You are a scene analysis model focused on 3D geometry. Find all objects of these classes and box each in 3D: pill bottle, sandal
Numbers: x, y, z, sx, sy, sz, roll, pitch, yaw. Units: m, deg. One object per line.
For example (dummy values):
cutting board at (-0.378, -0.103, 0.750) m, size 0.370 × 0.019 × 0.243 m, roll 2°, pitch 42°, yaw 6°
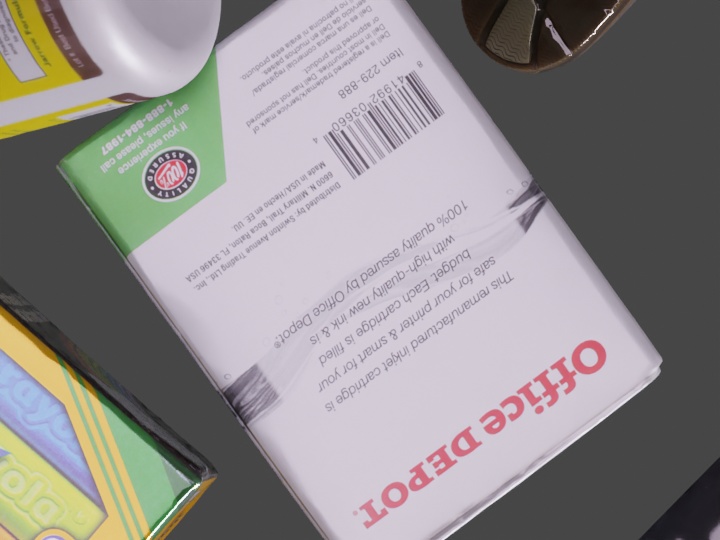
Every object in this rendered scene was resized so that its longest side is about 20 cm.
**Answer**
pill bottle at (-0.160, -0.099, 1.002) m, size 0.199 × 0.109 × 0.110 m, roll -12°, pitch 88°, yaw 25°
sandal at (0.124, -0.155, 1.063) m, size 0.082 × 0.055 × 0.200 m, roll 46°, pitch 103°, yaw 15°

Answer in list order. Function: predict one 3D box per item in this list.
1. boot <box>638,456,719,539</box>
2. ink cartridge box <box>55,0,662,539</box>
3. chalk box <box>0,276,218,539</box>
boot at (0.152, 0.176, 1.048) m, size 0.200 × 0.066 × 0.165 m, roll -44°, pitch 91°, yaw -7°
ink cartridge box at (0.000, 0.000, 1.037) m, size 0.146 × 0.084 × 0.200 m, roll -35°, pitch 89°, yaw -2°
chalk box at (-0.169, 0.058, 1.014) m, size 0.200 × 0.125 × 0.124 m, roll 40°, pitch 88°, yaw 2°
